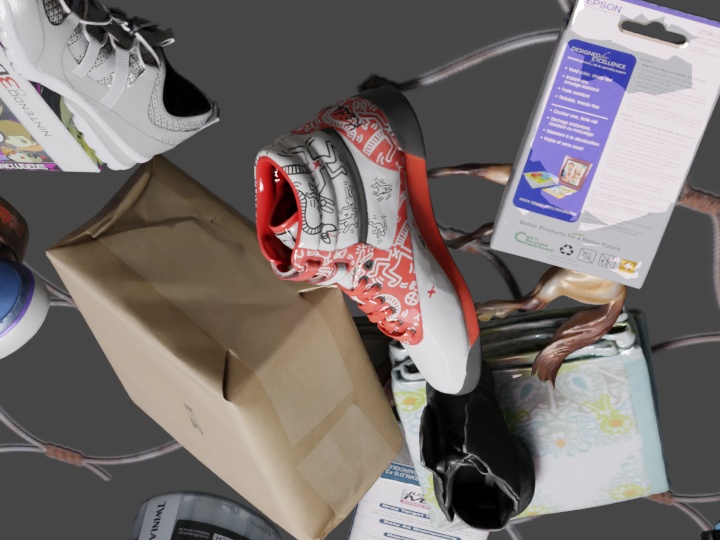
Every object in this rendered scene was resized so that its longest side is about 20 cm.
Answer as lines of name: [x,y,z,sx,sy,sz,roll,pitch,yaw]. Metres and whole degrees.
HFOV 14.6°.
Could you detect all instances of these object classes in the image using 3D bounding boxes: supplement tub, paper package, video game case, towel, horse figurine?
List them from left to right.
video game case: [-0.275,-0.124,1.716,0.200,0.036,0.181,3,148,27]
supplement tub: [-0.139,0.283,2.185,0.122,0.200,0.123,10,149,6]
paper package: [-0.085,0.051,1.806,0.190,0.103,0.200,36,163,30]
towel: [0.115,0.098,1.874,0.171,0.048,0.200,-8,140,7]
horse figurine: [0.115,-0.016,1.724,0.132,0.050,0.200,-15,132,15]

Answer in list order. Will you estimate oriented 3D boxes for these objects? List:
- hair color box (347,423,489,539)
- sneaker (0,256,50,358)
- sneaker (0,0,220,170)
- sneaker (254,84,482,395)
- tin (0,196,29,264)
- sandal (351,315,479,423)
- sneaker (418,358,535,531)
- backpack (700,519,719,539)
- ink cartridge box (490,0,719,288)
hair color box: [0.046,0.180,2.078,0.100,0.061,0.200,13,150,0]
sneaker: [-0.320,-0.002,1.836,0.200,0.081,0.146,1,151,30]
sneaker: [-0.151,-0.138,1.643,0.082,0.075,0.200,-16,147,18]
sneaker: [-0.001,-0.001,1.674,0.067,0.108,0.202,15,126,55]
tin: [-0.315,-0.019,1.920,0.200,0.042,0.112,-10,146,34]
sandal: [0.036,0.071,1.902,0.200,0.057,0.080,-3,150,22]
sneaker: [0.074,0.131,1.790,0.060,0.104,0.200,-12,140,9]
backpack: [0.322,0.199,1.895,0.134,0.183,0.200,9,139,-8]
ink cartridge box: [0.145,-0.081,1.602,0.094,0.037,0.200,15,133,-2]
